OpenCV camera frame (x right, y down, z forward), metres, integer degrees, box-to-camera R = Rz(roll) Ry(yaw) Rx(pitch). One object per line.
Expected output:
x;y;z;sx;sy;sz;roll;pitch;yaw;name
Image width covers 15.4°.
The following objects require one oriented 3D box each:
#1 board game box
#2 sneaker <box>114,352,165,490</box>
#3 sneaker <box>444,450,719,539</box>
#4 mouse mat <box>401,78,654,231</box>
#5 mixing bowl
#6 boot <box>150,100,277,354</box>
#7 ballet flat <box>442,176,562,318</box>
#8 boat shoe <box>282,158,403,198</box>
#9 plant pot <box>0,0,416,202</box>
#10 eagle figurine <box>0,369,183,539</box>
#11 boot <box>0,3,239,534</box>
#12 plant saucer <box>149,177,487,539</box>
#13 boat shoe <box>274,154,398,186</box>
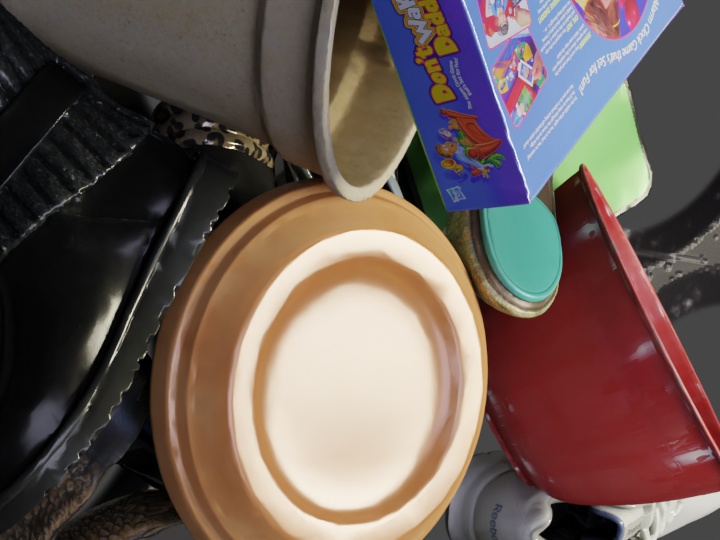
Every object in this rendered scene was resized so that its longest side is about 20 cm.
0.077;-0.135;1.215;0.200;0.045;0.135;-49;127;-48;board game box
-0.160;0.066;1.345;0.083;0.071;0.199;-41;138;20;sneaker
0.148;0.141;1.553;0.200;0.087;0.075;-10;108;-33;sneaker
0.085;-0.095;1.498;0.161;0.008;0.200;-30;119;-24;mouse mat
0.121;0.054;1.466;0.108;0.200;0.200;-28;121;8;mixing bowl
-0.066;0.006;1.364;0.200;0.073;0.151;54;30;-69;boot
0.069;-0.034;1.402;0.070;0.200;0.071;2;133;3;ballet flat
0.000;0.000;1.343;0.073;0.062;0.201;-14;87;9;boat shoe
-0.065;-0.149;1.250;0.200;0.183;0.201;14;90;-75;plant pot
-0.157;0.140;1.296;0.151;0.152;0.200;31;77;-2;eagle figurine
-0.168;-0.003;1.195;0.158;0.079;0.211;32;70;-10;boot
-0.010;0.056;1.270;0.200;0.037;0.201;-5;98;-39;plant saucer
0.006;-0.007;1.414;0.075;0.093;0.201;-9;108;-32;boat shoe
